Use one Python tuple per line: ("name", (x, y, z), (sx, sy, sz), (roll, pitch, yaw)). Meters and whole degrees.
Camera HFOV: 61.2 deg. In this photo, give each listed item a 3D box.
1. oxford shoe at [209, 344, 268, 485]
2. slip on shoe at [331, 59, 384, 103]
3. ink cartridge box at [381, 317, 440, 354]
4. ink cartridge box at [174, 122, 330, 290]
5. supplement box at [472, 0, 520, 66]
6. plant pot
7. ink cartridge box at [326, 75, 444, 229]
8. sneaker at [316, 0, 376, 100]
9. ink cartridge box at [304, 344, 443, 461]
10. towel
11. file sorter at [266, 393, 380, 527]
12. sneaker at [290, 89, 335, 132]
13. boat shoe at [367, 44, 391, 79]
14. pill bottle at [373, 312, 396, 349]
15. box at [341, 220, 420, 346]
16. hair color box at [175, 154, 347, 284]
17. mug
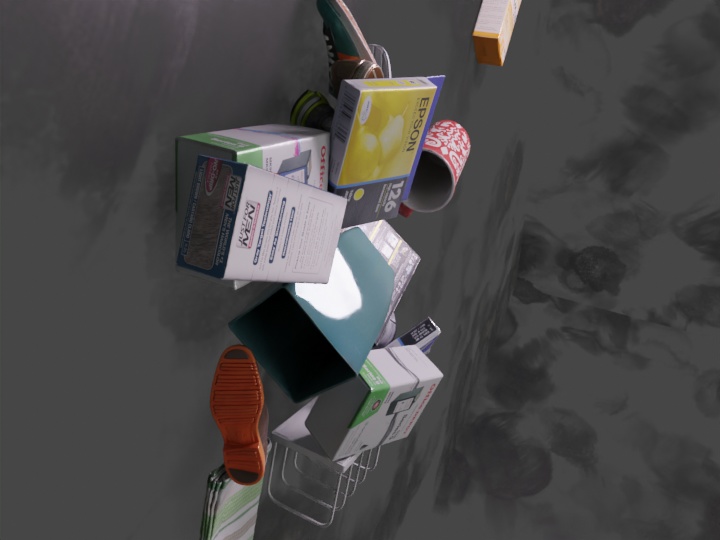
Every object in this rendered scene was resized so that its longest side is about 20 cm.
("oxford shoe", (-0.159, 0.185, 0.822), (0.073, 0.069, 0.206), (-80, 173, -69))
("slip on shoe", (0.008, -0.209, 0.848), (0.077, 0.059, 0.201), (-61, 155, -16))
("ink cartridge box", (0.056, 0.179, 1.166), (0.196, 0.044, 0.201), (-34, 164, -10))
("ink cartridge box", (-0.117, -0.084, 0.705), (0.199, 0.085, 0.149), (-34, 134, -60))
("supplement box", (0.352, -0.651, 1.556), (0.126, 0.072, 0.205), (38, 67, -68))
("plant pot", (-0.044, 0.043, 0.821), (0.142, 0.140, 0.201), (50, 44, -10))
("ink cartridge box", (0.035, -0.158, 0.823), (0.197, 0.047, 0.201), (-16, 134, -39))
("sneaker", (-0.020, -0.284, 0.848), (0.202, 0.078, 0.072), (56, 14, -37))
("ink cartridge box", (0.026, 0.208, 0.988), (0.197, 0.084, 0.148), (1, 124, -49))
("towel", (-0.185, 0.367, 0.902), (0.148, 0.030, 0.206), (-16, 118, -65))
("file sorter", (-0.055, 0.320, 1.058), (0.199, 0.136, 0.128), (-24, 129, -63))
("sneaker", (-0.034, -0.158, 0.857), (0.074, 0.081, 0.200), (-43, 150, -4))
("boat shoe", (0.002, -0.246, 0.955), (0.067, 0.071, 0.206), (-91, -167, -75))
("pill bottle", (0.006, 0.094, 1.111), (0.200, 0.104, 0.109), (43, 65, -67))
("box", (0.000, 0.000, 0.983), (0.161, 0.049, 0.202), (44, 51, -17))
("hair color box", (-0.089, -0.043, 0.610), (0.199, 0.059, 0.103), (6, 98, -67))
("mug", (0.139, -0.220, 1.274), (0.135, 0.175, 0.201), (55, 37, -16))
